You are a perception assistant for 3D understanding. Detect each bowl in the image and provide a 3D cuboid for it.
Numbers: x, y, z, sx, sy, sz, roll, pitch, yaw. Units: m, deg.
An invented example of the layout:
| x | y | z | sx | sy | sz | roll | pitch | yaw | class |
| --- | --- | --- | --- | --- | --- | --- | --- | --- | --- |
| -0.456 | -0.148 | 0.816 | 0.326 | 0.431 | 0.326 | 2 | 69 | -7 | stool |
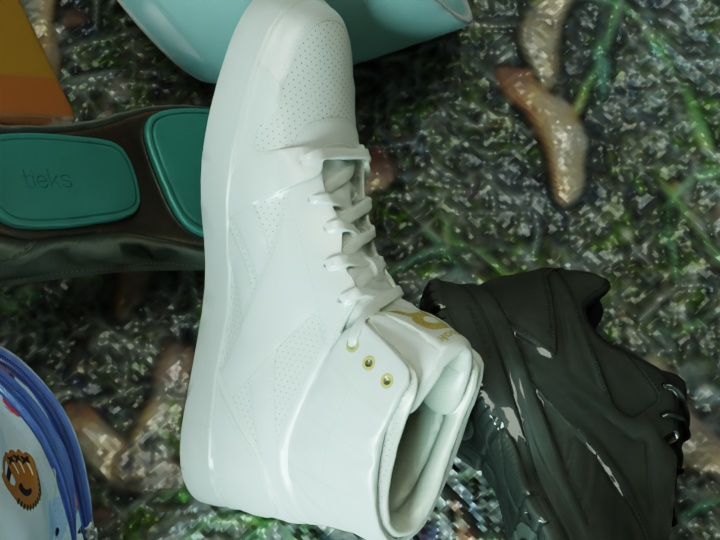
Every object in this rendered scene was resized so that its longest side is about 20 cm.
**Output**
| x | y | z | sx | sy | sz | roll | pitch | yaw | class |
| --- | --- | --- | --- | --- | --- | --- | --- | --- | --- |
| -0.054 | -0.152 | 1.009 | 0.105 | 0.201 | 0.201 | -35 | 63 | 11 | bowl |

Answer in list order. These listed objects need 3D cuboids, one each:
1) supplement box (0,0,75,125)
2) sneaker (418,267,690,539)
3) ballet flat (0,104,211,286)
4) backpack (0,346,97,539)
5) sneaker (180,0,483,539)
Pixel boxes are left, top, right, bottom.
| x | y | z | sx | sy | sz | roll | pitch | yaw | class |
| --- | --- | --- | --- | --- | --- | --- | --- | --- | --- |
| -0.196 | -0.126 | 1.032 | 0.069 | 0.066 | 0.201 | -37 | 69 | 32 | supplement box |
| 0.091 | 0.080 | 0.933 | 0.090 | 0.076 | 0.201 | -15 | 65 | -15 | sneaker |
| -0.097 | -0.027 | 0.976 | 0.199 | 0.064 | 0.068 | -3 | 69 | -47 | ballet flat |
| -0.178 | 0.097 | 0.868 | 0.199 | 0.191 | 0.155 | 10 | 47 | 8 | backpack |
| 0.000 | 0.000 | 0.918 | 0.115 | 0.073 | 0.201 | 12 | 102 | 37 | sneaker |
